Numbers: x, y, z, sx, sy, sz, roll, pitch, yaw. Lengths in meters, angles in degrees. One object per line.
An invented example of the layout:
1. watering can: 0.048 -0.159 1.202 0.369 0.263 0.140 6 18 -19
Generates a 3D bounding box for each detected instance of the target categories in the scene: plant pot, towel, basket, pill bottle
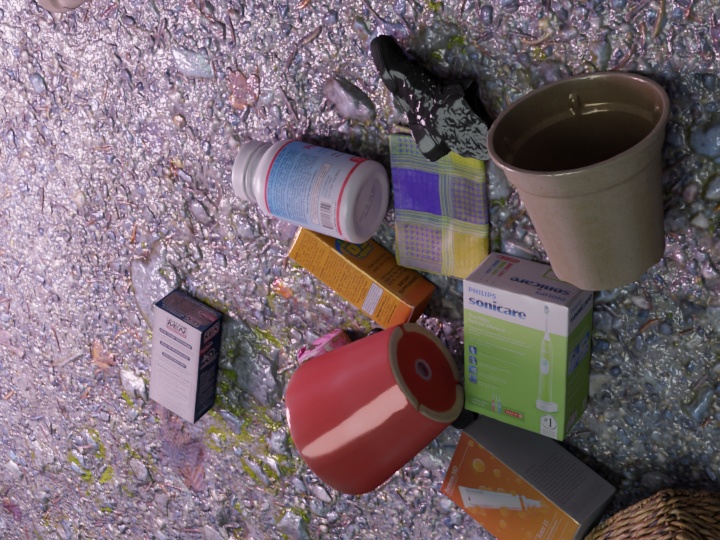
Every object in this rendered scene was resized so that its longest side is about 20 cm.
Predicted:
1. plant pot: 0.027 0.170 1.619 0.177 0.200 0.201 -35 94 34
2. plant pot: 0.257 -0.089 1.360 0.198 0.201 0.185 5 132 34
3. towel: 0.101 -0.080 1.580 0.142 0.023 0.202 17 126 29
4. basket: 0.377 0.384 1.543 0.200 0.141 0.150 -49 41 44
5. pill bottle: -0.069 -0.112 1.627 0.198 0.109 0.110 18 126 27

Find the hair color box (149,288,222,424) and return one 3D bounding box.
1. hair color box: -0.283 0.139 1.978 0.099 0.060 0.202 27 130 20

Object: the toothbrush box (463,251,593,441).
1. toothbrush box: 0.213 0.096 1.562 0.144 0.086 0.202 15 126 30

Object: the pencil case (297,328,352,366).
1. pencil case: -0.008 0.180 1.786 0.201 0.086 0.083 56 167 -6

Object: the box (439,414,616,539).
1. box: 0.223 0.295 1.651 0.199 0.097 0.125 37 132 25

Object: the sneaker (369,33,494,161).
1. sneaker: 0.098 -0.212 1.477 0.104 0.060 0.201 -27 92 30

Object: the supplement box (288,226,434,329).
1. supplement box: 0.000 0.000 1.676 0.199 0.066 0.069 35 132 14

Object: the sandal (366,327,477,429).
1. sandal: 0.086 0.147 1.727 0.199 0.045 0.075 40 141 -10

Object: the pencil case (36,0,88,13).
1. pencil case: -0.381 -0.423 1.685 0.199 0.078 0.089 -19 126 42
